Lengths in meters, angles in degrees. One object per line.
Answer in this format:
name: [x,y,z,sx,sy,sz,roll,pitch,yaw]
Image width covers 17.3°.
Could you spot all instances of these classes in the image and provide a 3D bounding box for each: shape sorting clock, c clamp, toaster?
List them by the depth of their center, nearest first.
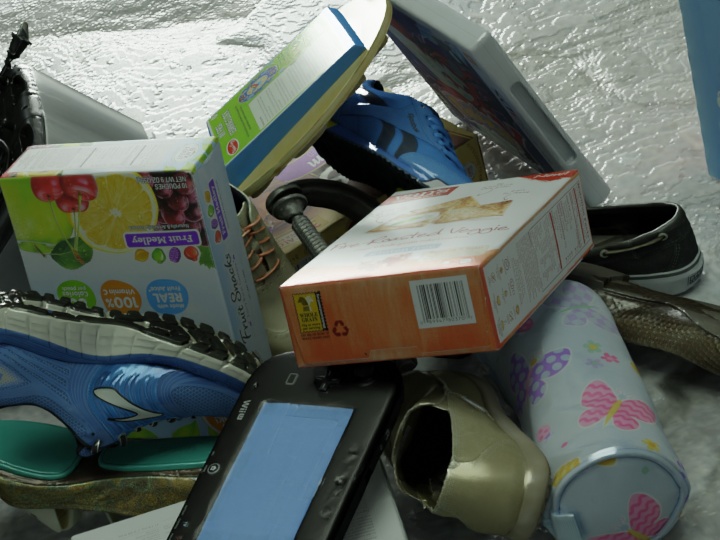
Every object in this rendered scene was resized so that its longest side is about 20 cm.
c clamp: [0.000,0.000,1.572,0.170,0.027,0.200,9,37,-40]
shape sorting clock: [-0.048,-0.116,1.662,0.200,0.039,0.200,-39,20,17]
toaster: [-0.233,-0.037,1.690,0.200,0.118,0.181,-56,28,20]

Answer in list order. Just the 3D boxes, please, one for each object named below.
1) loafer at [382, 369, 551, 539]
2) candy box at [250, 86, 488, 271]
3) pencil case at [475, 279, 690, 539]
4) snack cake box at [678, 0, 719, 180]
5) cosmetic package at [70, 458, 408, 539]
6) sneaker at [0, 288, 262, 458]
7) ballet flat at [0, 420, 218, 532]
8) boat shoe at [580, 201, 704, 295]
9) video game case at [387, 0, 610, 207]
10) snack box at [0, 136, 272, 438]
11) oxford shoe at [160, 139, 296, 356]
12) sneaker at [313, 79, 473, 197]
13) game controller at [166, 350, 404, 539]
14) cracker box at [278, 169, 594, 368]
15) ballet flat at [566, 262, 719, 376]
loafer: [0.049,0.102,1.426,0.068,0.076,0.200,16,6,-24]
candy box: [-0.018,-0.050,1.731,0.200,0.057,0.117,-34,39,-22]
pencil case: [0.132,0.087,1.441,0.090,0.083,0.200,-7,33,-9]
snack cake box: [0.288,-0.165,1.634,0.115,0.201,0.067,-34,38,-25]
cosmetic package: [-0.066,0.192,1.403,0.199,0.052,0.151,-17,32,-1]
sneaker: [-0.146,0.073,1.484,0.199,0.090,0.079,12,12,-10]
ballet flat: [-0.170,0.138,1.510,0.199,0.071,0.071,2,37,14]
boat shoe: [0.136,-0.019,1.619,0.199,0.057,0.069,-1,37,22]
video game case: [0.079,-0.140,1.713,0.023,0.182,0.200,-45,38,-4]
snack box: [-0.142,0.014,1.556,0.142,0.201,0.053,-1,29,22]
oxford shoe: [-0.084,-0.006,1.585,0.071,0.200,0.074,-54,7,-35]
sneaker: [0.039,-0.085,1.649,0.078,0.066,0.200,-38,39,-14]
game controller: [-0.048,0.126,1.389,0.104,0.042,0.200,9,49,21]
cracker box: [0.052,-0.004,1.470,0.133,0.058,0.200,-7,15,24]
ballet flat: [0.201,0.041,1.522,0.199,0.047,0.067,20,16,35]
